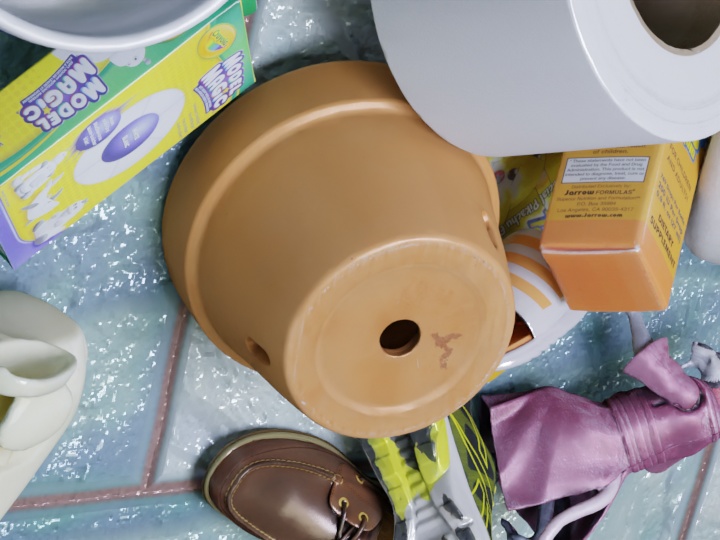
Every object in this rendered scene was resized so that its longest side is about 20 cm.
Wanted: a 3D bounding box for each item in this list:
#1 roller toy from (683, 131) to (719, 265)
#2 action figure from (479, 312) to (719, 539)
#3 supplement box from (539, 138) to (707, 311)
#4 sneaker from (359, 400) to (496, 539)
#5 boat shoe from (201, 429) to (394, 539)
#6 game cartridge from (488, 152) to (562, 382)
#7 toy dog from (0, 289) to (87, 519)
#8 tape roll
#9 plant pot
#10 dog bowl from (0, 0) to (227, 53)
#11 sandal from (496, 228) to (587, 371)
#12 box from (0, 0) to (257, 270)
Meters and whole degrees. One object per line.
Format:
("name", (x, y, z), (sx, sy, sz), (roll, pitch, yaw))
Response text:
("roller toy", (0.288, -0.079, 1.601), (0.139, 0.200, 0.183), (16, 111, 6))
("action figure", (0.174, 0.105, 1.681), (0.200, 0.149, 0.134), (-23, 133, 1))
("supplement box", (0.165, -0.074, 1.544), (0.067, 0.069, 0.200), (57, 39, -47))
("sneaker", (0.061, 0.153, 1.618), (0.085, 0.074, 0.201), (0, 75, -56))
("boat shoe", (-0.014, 0.157, 1.627), (0.200, 0.068, 0.072), (28, 98, -43))
("game cartridge", (0.098, -0.038, 1.614), (0.176, 0.032, 0.200), (-38, 131, -11))
("toy dog", (-0.240, 0.107, 1.407), (0.200, 0.139, 0.194), (-66, 168, 13))
("tape roll", (0.120, -0.166, 1.424), (0.202, 0.139, 0.203), (2, 87, -47))
("plant pot", (0.000, 0.000, 1.465), (0.200, 0.140, 0.200), (-11, 126, -15))
("dog bowl", (-0.138, -0.209, 1.259), (0.200, 0.079, 0.201), (-3, 100, -20))
("sandal", (0.115, -0.005, 1.584), (0.207, 0.079, 0.059), (-38, 112, -35))
("box", (-0.128, -0.093, 1.373), (0.200, 0.048, 0.117), (-41, 165, -10))
